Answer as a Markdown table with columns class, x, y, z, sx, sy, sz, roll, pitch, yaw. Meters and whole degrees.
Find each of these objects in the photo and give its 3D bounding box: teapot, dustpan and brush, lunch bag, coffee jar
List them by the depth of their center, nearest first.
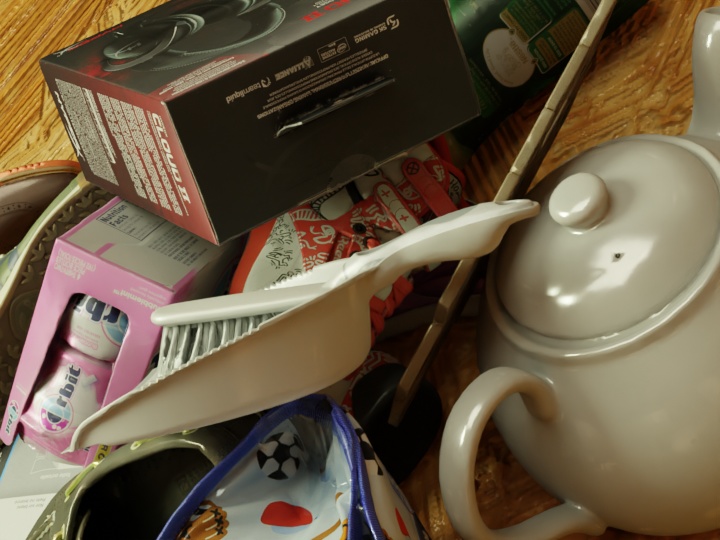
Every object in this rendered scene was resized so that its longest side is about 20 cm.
| class | x | y | z | sx | sy | sz | roll | pitch | yaw |
| --- | --- | --- | --- | --- | --- | --- | --- | --- | --- |
| dustpan and brush | -0.019 | 0.015 | 0.715 | 0.200 | 0.057 | 0.140 | -11 | 10 | 13 |
| lunch bag | -0.019 | 0.174 | 0.717 | 0.124 | 0.170 | 0.200 | 4 | 56 | 26 |
| teapot | 0.124 | 0.014 | 0.769 | 0.197 | 0.146 | 0.200 | -27 | 43 | 18 |
| coffee jar | 0.064 | -0.129 | 0.992 | 0.200 | 0.085 | 0.104 | -42 | 32 | -1 |

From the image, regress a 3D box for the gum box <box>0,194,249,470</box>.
| class | x | y | z | sx | sy | sz | roll | pitch | yaw |
| --- | --- | --- | --- | --- | --- | --- | --- | --- | --- |
| gum box | -0.111 | 0.019 | 0.907 | 0.200 | 0.066 | 0.114 | -49 | -18 | -67 |

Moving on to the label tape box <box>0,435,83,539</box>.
| class | x | y | z | sx | sy | sz | roll | pitch | yaw |
| --- | --- | --- | --- | --- | --- | --- | --- | --- | --- |
| label tape box | -0.179 | 0.179 | 0.934 | 0.143 | 0.066 | 0.200 | -10 | 48 | 33 |

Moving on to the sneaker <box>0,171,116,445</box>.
| class | x | y | z | sx | sy | sz | roll | pitch | yaw |
| --- | --- | --- | --- | --- | --- | --- | --- | --- | --- |
| sneaker | -0.198 | 0.009 | 1.006 | 0.090 | 0.067 | 0.200 | 22 | 75 | 51 |

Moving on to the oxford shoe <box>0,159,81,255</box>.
| class | x | y | z | sx | sy | sz | roll | pitch | yaw |
| --- | --- | --- | --- | --- | --- | --- | --- | --- | --- |
| oxford shoe | -0.267 | -0.007 | 1.188 | 0.200 | 0.071 | 0.073 | -31 | 69 | 9 |

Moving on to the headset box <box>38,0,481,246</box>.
| class | x | y | z | sx | sy | sz | roll | pitch | yaw |
| --- | --- | --- | --- | --- | --- | --- | --- | --- | --- |
| headset box | -0.050 | -0.089 | 0.841 | 0.149 | 0.077 | 0.200 | -28 | 23 | -19 |

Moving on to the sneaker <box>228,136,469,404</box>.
| class | x | y | z | sx | sy | sz | roll | pitch | yaw |
| --- | --- | --- | --- | --- | --- | --- | --- | --- | --- |
| sneaker | 0.000 | -0.001 | 0.850 | 0.108 | 0.067 | 0.201 | -20 | 39 | 21 |

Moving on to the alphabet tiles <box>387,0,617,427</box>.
| class | x | y | z | sx | sy | sz | roll | pitch | yaw |
| --- | --- | --- | --- | --- | --- | --- | --- | --- | --- |
| alphabet tiles | 0.064 | -0.021 | 0.811 | 0.008 | 0.167 | 0.200 | 28 | 77 | 5 |

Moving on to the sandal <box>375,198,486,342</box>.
| class | x | y | z | sx | sy | sz | roll | pitch | yaw |
| --- | --- | --- | --- | --- | --- | --- | --- | --- | --- |
| sandal | 0.033 | -0.010 | 0.940 | 0.203 | 0.050 | 0.083 | -11 | 48 | 33 |

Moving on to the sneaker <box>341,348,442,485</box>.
| class | x | y | z | sx | sy | sz | roll | pitch | yaw |
| --- | --- | --- | --- | --- | --- | --- | --- | --- | --- |
| sneaker | -0.055 | 0.116 | 0.888 | 0.201 | 0.067 | 0.108 | -48 | 39 | -12 |

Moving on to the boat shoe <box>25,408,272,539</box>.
| class | x | y | z | sx | sy | sz | roll | pitch | yaw |
| --- | --- | --- | --- | --- | --- | --- | --- | --- | --- |
| boat shoe | -0.109 | 0.119 | 0.793 | 0.202 | 0.072 | 0.060 | -38 | -8 | 32 |
